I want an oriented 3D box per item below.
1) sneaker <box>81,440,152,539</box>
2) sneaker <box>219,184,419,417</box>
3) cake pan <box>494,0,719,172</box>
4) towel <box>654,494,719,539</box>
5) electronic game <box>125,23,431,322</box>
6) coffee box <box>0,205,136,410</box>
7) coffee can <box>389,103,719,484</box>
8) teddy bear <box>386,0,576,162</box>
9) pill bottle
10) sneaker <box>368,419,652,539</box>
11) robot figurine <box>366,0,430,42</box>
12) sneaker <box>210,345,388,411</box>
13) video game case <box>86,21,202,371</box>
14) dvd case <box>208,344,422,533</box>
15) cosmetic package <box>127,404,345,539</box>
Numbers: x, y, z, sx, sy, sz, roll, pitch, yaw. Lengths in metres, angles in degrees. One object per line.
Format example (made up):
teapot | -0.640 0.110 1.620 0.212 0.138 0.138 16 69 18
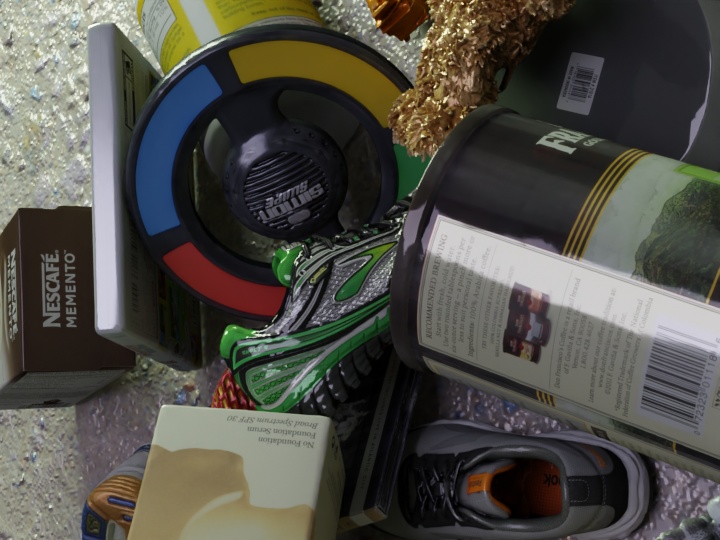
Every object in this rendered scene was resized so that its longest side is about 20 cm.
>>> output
sneaker | -0.157 0.214 1.000 0.075 0.088 0.201 21 120 8
sneaker | 0.000 0.000 0.807 0.085 0.078 0.200 43 87 -4
cake pan | 0.134 -0.104 0.821 0.199 0.037 0.202 -7 79 38
towel | 0.220 0.169 0.604 0.086 0.199 0.166 -45 60 24
electronic game | -0.047 -0.056 0.876 0.201 0.199 0.042 -52 21 20
coffee box | -0.226 0.032 1.019 0.200 0.079 0.116 150 117 -63
coffee can | 0.135 0.013 0.706 0.199 0.146 0.148 20 96 26
teddy bear | 0.073 -0.151 0.786 0.201 0.066 0.145 -55 11 22
pill bottle | -0.087 -0.165 0.963 0.114 0.114 0.201 -43 59 26
sneaker | 0.066 0.122 0.817 0.199 0.079 0.075 -9 79 40
robot figurine | 0.020 -0.261 0.924 0.145 0.058 0.201 -36 63 29
sneaker | -0.014 0.030 0.884 0.199 0.077 0.073 -35 94 1
video game case | -0.145 -0.042 0.958 0.023 0.182 0.202 -6 78 8
dvd case | -0.046 0.118 0.898 0.199 0.016 0.149 -25 33 35
cosmetic package | -0.074 0.177 0.743 0.104 0.071 0.201 2 54 9
